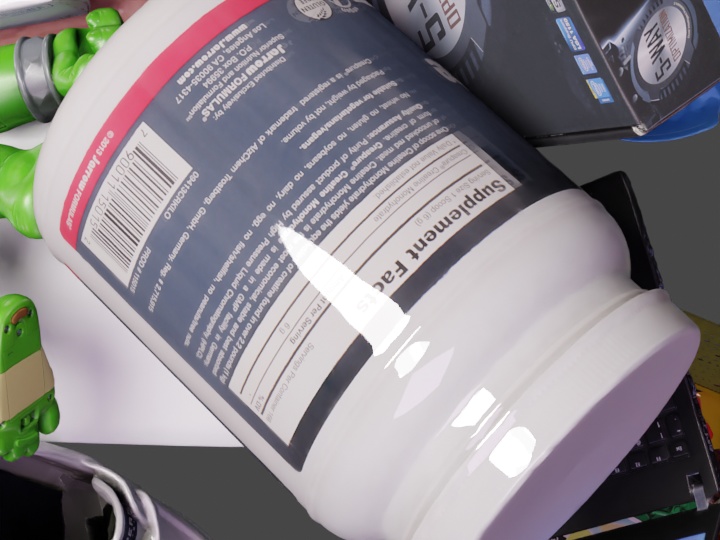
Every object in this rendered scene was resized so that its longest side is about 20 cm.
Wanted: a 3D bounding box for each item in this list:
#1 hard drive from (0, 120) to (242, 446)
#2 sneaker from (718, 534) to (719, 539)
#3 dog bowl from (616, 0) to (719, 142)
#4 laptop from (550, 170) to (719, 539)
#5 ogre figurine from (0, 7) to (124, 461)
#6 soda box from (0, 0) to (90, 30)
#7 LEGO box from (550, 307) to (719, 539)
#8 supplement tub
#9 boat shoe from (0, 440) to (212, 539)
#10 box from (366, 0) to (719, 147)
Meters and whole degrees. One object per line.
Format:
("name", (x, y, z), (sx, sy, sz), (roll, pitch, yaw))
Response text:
("hard drive", (-0.116, 0.003, 0.785), (0.199, 0.026, 0.133), (1, 101, 10))
("sneaker", (0.164, 0.100, 0.748), (0.077, 0.073, 0.201), (8, 118, 25))
("dog bowl", (0.153, -0.125, 0.743), (0.199, 0.050, 0.112), (-18, 113, 9))
("laptop", (0.035, 0.086, 0.736), (0.177, 0.103, 0.201), (-21, 82, 36))
("ogre figurine", (-0.162, -0.010, 0.722), (0.119, 0.098, 0.201), (13, 93, 24))
("soda box", (-0.208, -0.114, 0.732), (0.199, 0.064, 0.069), (-10, 92, 4))
("LEGO box", (0.144, 0.107, 0.836), (0.199, 0.077, 0.149), (21, 113, -9))
("supplement tub", (0.000, 0.000, 0.656), (0.200, 0.140, 0.141), (43, 112, 17))
("boat shoe", (-0.116, 0.113, 0.800), (0.065, 0.074, 0.200), (-15, 156, 36))
("box", (0.026, -0.138, 0.664), (0.043, 0.160, 0.201), (-34, 104, -20))
